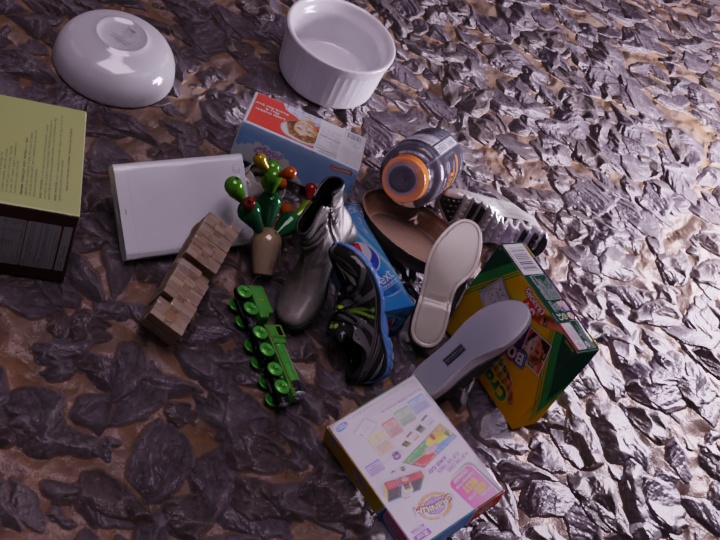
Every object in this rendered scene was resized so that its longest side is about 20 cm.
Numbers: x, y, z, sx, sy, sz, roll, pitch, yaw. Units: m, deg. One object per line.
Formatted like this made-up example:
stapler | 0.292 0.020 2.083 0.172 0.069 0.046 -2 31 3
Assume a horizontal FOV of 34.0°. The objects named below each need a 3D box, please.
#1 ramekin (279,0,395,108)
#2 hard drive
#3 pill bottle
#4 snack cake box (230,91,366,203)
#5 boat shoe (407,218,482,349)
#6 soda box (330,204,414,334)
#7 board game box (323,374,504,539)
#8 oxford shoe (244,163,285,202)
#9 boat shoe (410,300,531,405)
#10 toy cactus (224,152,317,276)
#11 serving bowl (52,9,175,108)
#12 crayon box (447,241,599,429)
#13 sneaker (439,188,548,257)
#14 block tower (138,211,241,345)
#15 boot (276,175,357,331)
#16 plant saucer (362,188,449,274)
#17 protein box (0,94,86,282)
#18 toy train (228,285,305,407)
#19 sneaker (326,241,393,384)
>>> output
ramekin | -0.047 -0.374 2.044 0.197 0.098 0.203 15 45 -15
hard drive | -0.253 -0.092 1.680 0.197 0.026 0.134 -9 89 -30
pill bottle | 0.093 -0.160 1.866 0.105 0.107 0.200 34 22 7
snack cake box | -0.096 -0.195 1.862 0.197 0.068 0.116 23 33 -6
boat shoe | 0.120 0.021 1.723 0.072 0.063 0.203 22 78 1
soda box | 0.000 0.000 1.741 0.063 0.068 0.201 -10 55 -32
board game box | 0.068 0.254 1.535 0.152 0.041 0.201 -26 64 -25
oxford shoe | -0.193 -0.120 1.765 0.198 0.058 0.076 -17 61 -36
boat shoe | 0.155 0.116 1.641 0.199 0.057 0.069 -37 57 3
toy cactus | -0.123 -0.076 1.703 0.101 0.168 0.199 4 -5 24
serving bowl | -0.386 -0.351 1.875 0.197 0.066 0.202 15 44 -15
crayon box | 0.225 0.093 1.690 0.058 0.173 0.201 -4 51 -41
sneaker | 0.214 -0.087 1.934 0.198 0.076 0.082 23 34 -19
block tower | -0.232 0.008 1.601 0.058 0.054 0.201 38 49 -14
boot | -0.074 -0.027 1.644 0.067 0.131 0.202 19 68 21
plant saucer | 0.081 -0.051 1.822 0.198 0.037 0.201 28 25 -14
protein box | -0.476 -0.115 1.559 0.197 0.136 0.201 9 47 -20
toy train | -0.126 0.102 1.607 0.056 0.042 0.202 4 48 -38
sneaker | -0.010 0.060 1.626 0.082 0.070 0.203 -15 96 -27
